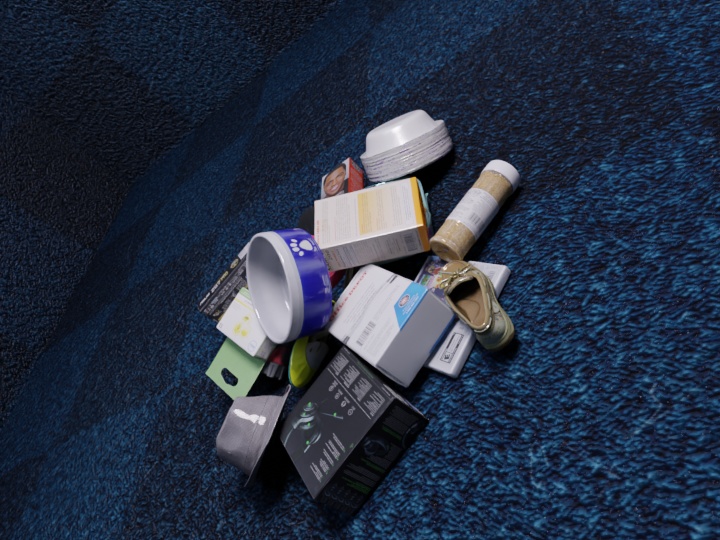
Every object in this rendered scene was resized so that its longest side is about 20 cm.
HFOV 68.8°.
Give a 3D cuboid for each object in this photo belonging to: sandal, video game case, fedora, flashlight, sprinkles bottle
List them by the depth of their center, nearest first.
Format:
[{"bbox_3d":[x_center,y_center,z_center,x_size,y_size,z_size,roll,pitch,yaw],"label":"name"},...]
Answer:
[{"bbox_3d":[0.138,0.069,0.896,0.182,0.023,0.200,11,67,53],"label":"video game case"},{"bbox_3d":[-0.194,0.279,0.925,0.200,0.090,0.177,110,180,-49],"label":"fedora"},{"bbox_3d":[0.203,-0.105,0.931,0.200,0.068,0.068,-51,32,-17],"label":"sprinkles bottle"},{"bbox_3d":[-0.163,0.125,1.104,0.068,0.068,0.200,154,133,-72],"label":"flashlight"},{"bbox_3d":[-0.116,-0.076,1.324,0.075,0.048,0.201,-32,49,22],"label":"sandal"}]

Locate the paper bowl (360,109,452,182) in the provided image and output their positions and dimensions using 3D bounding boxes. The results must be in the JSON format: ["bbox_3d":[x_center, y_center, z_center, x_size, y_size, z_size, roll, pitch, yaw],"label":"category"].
[{"bbox_3d":[0.093,-0.280,1.159,0.201,0.104,0.201,-23,18,8],"label":"paper bowl"}]

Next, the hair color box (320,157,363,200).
[{"bbox_3d":[-0.047,-0.187,1.332,0.101,0.061,0.200,-32,36,26],"label":"hair color box"}]

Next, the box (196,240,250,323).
[{"bbox_3d":[-0.259,0.052,1.247,0.200,0.161,0.049,-52,32,-2],"label":"box"}]

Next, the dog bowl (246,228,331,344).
[{"bbox_3d":[-0.133,0.026,0.949,0.200,0.079,0.200,27,122,52],"label":"dog bowl"}]

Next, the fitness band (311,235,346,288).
[{"bbox_3d":[-0.109,-0.008,1.096,0.200,0.037,0.144,11,55,42],"label":"fitness band"}]

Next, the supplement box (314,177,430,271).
[{"bbox_3d":[0.019,-0.083,0.965,0.200,0.074,0.126,-12,51,11],"label":"supplement box"}]

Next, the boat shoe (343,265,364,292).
[{"bbox_3d":[0.000,0.000,1.084,0.072,0.061,0.201,108,168,-45],"label":"boat shoe"}]

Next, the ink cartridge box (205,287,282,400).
[{"bbox_3d":[-0.244,0.151,1.079,0.145,0.048,0.200,26,81,41],"label":"ink cartridge box"}]

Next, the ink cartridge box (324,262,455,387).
[{"bbox_3d":[0.041,0.084,0.893,0.147,0.086,0.200,-54,29,-6],"label":"ink cartridge box"}]

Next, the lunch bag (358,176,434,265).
[{"bbox_3d":[0.068,-0.110,1.077,0.160,0.077,0.200,-17,43,9],"label":"lunch bag"}]

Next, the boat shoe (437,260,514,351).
[{"bbox_3d":[0.170,0.038,0.812,0.073,0.063,0.200,-43,34,11],"label":"boat shoe"}]

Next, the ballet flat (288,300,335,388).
[{"bbox_3d":[-0.090,0.138,1.055,0.067,0.067,0.200,-14,45,31],"label":"ballet flat"}]

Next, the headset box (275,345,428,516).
[{"bbox_3d":[-0.024,0.252,0.834,0.200,0.093,0.174,-52,34,-3],"label":"headset box"}]
